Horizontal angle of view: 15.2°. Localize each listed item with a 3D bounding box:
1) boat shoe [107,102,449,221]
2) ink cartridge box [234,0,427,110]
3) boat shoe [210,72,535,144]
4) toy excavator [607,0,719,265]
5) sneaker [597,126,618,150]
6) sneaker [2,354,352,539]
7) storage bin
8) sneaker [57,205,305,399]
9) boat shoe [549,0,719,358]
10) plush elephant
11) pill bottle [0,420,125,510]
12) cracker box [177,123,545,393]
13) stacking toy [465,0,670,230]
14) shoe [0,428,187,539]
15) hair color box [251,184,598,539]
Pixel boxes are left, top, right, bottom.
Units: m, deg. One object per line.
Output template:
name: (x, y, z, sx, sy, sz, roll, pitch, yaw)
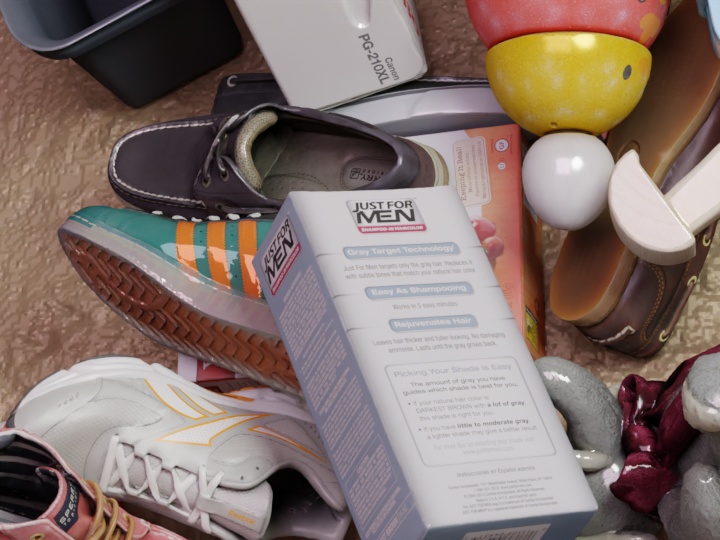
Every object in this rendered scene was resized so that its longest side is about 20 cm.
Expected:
boat shoe: (-0.052, -0.060, 1.472, 0.199, 0.065, 0.072, 7, 71, 23)
ink cartridge box: (-0.032, -0.208, 1.511, 0.084, 0.145, 0.201, -19, 44, 10)
boat shoe: (0.003, -0.093, 1.531, 0.199, 0.069, 0.057, -5, 67, 18)
toy excavator: (0.208, -0.117, 1.367, 0.193, 0.100, 0.201, -11, 76, 5)
sneaker: (0.125, -0.154, 1.512, 0.086, 0.074, 0.201, -20, 64, 8)
sneaker: (-0.089, 0.102, 1.412, 0.092, 0.199, 0.076, 57, 135, 49)
storage bin: (-0.157, -0.192, 1.585, 0.145, 0.134, 0.201, -28, 62, 6)
sneaker: (-0.067, 0.003, 1.453, 0.199, 0.072, 0.080, 24, 59, 23)
boat shoe: (0.168, -0.051, 1.452, 0.070, 0.070, 0.201, 24, 88, 57)
plush elephant: (0.152, 0.086, 1.356, 0.154, 0.201, 0.165, -4, 39, 22)
pill bottle: (-0.163, 0.189, 1.447, 0.112, 0.112, 0.201, -26, 64, 7)
cracker box: (0.000, 0.000, 1.500, 0.199, 0.058, 0.135, -7, 67, 16)
stacking toy: (0.110, -0.119, 1.416, 0.145, 0.146, 0.201, -3, 81, 17)
shoe: (-0.142, 0.140, 1.359, 0.199, 0.091, 0.072, 15, 55, -4)
hair color box: (0.029, 0.054, 1.337, 0.098, 0.061, 0.201, -3, 55, -30)
